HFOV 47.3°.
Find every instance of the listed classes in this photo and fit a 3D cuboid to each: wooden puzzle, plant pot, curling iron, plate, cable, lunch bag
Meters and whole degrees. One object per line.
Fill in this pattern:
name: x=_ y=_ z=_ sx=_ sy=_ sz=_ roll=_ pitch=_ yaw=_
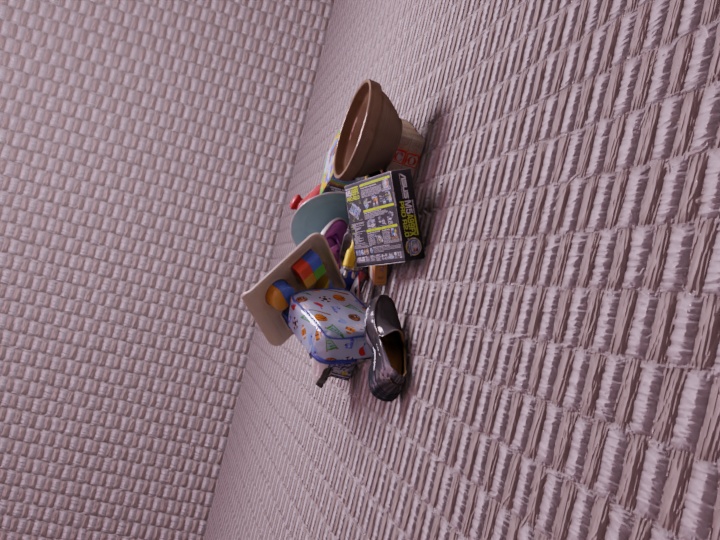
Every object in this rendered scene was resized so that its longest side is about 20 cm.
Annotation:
wooden puzzle: x=-0.121 y=0.047 z=1.627 sx=0.046 sy=0.200 sz=0.186 roll=40 pitch=162 yaw=37
plant pot: x=0.022 y=-0.264 z=1.612 sx=0.201 sy=0.092 sz=0.203 roll=-165 pitch=90 yaw=-75
curling iron: x=0.000 y=0.000 z=1.813 sx=0.050 sy=0.025 sz=0.201 roll=44 pitch=129 yaw=31
plate: x=-0.052 y=-0.095 z=1.770 sx=0.026 sy=0.199 sz=0.201 roll=-95 pitch=23 yaw=-47
cable: x=-0.002 y=-0.085 z=1.702 sx=0.097 sy=0.050 sz=0.202 roll=-32 pitch=-42 yaw=-67
lunch bag: x=-0.039 y=0.106 z=1.550 sx=0.200 sy=0.159 sz=0.076 roll=46 pitch=129 yaw=50

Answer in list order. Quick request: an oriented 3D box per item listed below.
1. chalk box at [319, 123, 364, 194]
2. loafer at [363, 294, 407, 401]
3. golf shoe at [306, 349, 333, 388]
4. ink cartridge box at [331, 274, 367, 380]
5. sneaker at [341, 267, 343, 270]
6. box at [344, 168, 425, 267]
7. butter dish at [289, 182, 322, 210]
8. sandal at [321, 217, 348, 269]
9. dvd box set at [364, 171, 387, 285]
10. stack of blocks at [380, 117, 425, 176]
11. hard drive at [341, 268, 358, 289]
chalk box: x=-0.020 y=-0.238 z=1.963 sx=0.200 sy=0.124 sz=0.125 roll=133 pitch=149 yaw=-63
loafer: x=0.053 y=0.120 z=1.403 sx=0.072 sy=0.072 sz=0.201 roll=-50 pitch=37 yaw=44
golf shoe: x=-0.093 y=0.152 z=1.715 sx=0.077 sy=0.087 sz=0.201 roll=121 pitch=159 yaw=-47
ink cartridge box: x=-0.016 y=0.120 z=1.727 sx=0.109 sy=0.050 sz=0.201 roll=-94 pitch=23 yaw=-56
sneaker: x=-0.087 y=0.005 z=1.896 sx=0.200 sy=0.082 sz=0.077 roll=-41 pitch=-30 yaw=-30
box: x=0.041 y=-0.092 z=1.508 sx=0.200 sy=0.044 sz=0.162 roll=-7 pitch=92 yaw=64
butter dish: x=-0.118 y=-0.149 z=2.170 sx=0.201 sy=0.147 sz=0.200 roll=-62 pitch=3 yaw=-36
sandal: x=-0.068 y=-0.011 z=1.725 sx=0.050 sy=0.082 sz=0.204 roll=21 pitch=83 yaw=41
dvd box set: x=0.031 y=-0.090 z=1.658 sx=0.147 sy=0.029 sz=0.202 roll=-113 pitch=23 yaw=-63
stack of blocks: x=0.072 y=-0.246 z=1.718 sx=0.200 sy=0.058 sz=0.116 roll=-108 pitch=34 yaw=-67
hard drive: x=-0.086 y=0.066 z=1.845 sx=0.199 sy=0.025 sz=0.133 roll=-16 pitch=-47 yaw=-51
